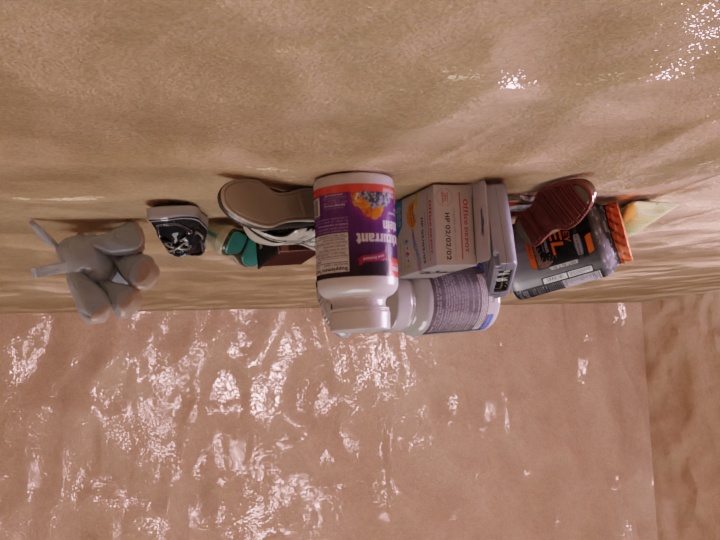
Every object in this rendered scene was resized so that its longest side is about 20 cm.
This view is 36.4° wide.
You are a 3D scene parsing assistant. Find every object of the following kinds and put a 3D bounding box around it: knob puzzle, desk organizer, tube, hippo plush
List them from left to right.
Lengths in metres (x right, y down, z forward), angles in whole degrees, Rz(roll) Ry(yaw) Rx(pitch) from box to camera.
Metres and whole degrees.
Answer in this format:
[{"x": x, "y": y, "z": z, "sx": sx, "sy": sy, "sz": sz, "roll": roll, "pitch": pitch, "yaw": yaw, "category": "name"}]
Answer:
[{"x": -0.427, "y": 0.010, "z": 1.760, "sx": 0.196, "sy": 0.163, "sz": 0.161, "roll": -2, "pitch": 173, "yaw": -16, "category": "hippo plush"}, {"x": -0.115, "y": -0.052, "z": 1.754, "sx": 0.075, "sy": 0.073, "sz": 0.200, "roll": -4, "pitch": 174, "yaw": -15, "category": "desk organizer"}, {"x": 0.197, "y": -0.089, "z": 1.735, "sx": 0.215, "sy": 0.031, "sz": 0.220, "roll": -2, "pitch": 174, "yaw": 0, "category": "knob puzzle"}, {"x": 0.450, "y": -0.087, "z": 1.815, "sx": 0.058, "sy": 0.052, "sz": 0.200, "roll": -41, "pitch": 178, "yaw": -14, "category": "tube"}]

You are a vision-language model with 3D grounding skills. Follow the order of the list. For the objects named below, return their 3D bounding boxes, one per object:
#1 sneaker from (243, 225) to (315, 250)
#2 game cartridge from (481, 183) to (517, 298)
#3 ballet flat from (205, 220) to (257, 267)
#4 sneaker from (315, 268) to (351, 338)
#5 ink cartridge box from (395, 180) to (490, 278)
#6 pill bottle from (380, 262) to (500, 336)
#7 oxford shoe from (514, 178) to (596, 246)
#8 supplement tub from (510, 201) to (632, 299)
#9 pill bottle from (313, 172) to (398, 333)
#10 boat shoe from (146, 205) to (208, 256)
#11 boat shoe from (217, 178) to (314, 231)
[{"x": -0.074, "y": -0.066, "z": 1.605, "sx": 0.196, "sy": 0.077, "sz": 0.088, "roll": -3, "pitch": 174, "yaw": -5, "category": "sneaker"}, {"x": 0.198, "y": -0.048, "z": 1.598, "sx": 0.040, "sy": 0.136, "sz": 0.200, "roll": -10, "pitch": 165, "yaw": 1, "category": "game cartridge"}, {"x": -0.214, "y": -0.052, "z": 1.835, "sx": 0.062, "sy": 0.068, "sz": 0.200, "roll": 24, "pitch": 176, "yaw": 13, "category": "ballet flat"}, {"x": 0.000, "y": 0.000, "z": 1.747, "sx": 0.128, "sy": 0.203, "sz": 0.079, "roll": -17, "pitch": 149, "yaw": 24, "category": "sneaker"}, {"x": 0.114, "y": -0.057, "z": 1.583, "sx": 0.067, "sy": 0.118, "sz": 0.200, "roll": -1, "pitch": 173, "yaw": -20, "category": "ink cartridge box"}, {"x": 0.114, "y": 0.045, "z": 1.737, "sx": 0.197, "sy": 0.116, "sz": 0.113, "roll": -2, "pitch": 175, "yaw": -33, "category": "pill bottle"}, {"x": 0.296, "y": -0.100, "z": 1.608, "sx": 0.074, "sy": 0.071, "sz": 0.200, "roll": -34, "pitch": 180, "yaw": -23, "category": "oxford shoe"}, {"x": 0.329, "y": -0.036, "z": 1.763, "sx": 0.197, "sy": 0.125, "sz": 0.122, "roll": -17, "pitch": 171, "yaw": 15, "category": "supplement tub"}, {"x": -0.005, "y": -0.021, "z": 1.458, "sx": 0.109, "sy": 0.204, "sz": 0.111, "roll": -3, "pitch": 175, "yaw": 0, "category": "pill bottle"}, {"x": -0.272, "y": -0.056, "z": 1.648, "sx": 0.070, "sy": 0.069, "sz": 0.200, "roll": -3, "pitch": 174, "yaw": 3, "category": "boat shoe"}, {"x": -0.127, "y": -0.081, "z": 1.472, "sx": 0.056, "sy": 0.068, "sz": 0.198, "roll": -20, "pitch": 168, "yaw": 37, "category": "boat shoe"}]
